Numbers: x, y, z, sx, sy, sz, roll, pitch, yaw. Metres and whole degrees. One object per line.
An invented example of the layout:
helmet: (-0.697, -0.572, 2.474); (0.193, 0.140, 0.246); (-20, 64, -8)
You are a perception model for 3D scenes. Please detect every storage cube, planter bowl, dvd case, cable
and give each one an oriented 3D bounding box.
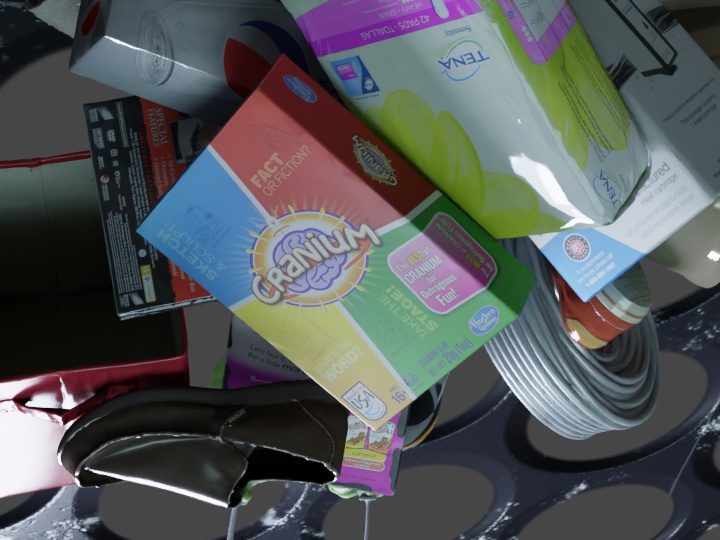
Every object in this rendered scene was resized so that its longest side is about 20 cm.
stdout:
storage cube: (-0.214, 0.042, 1.080); (0.169, 0.202, 0.180); (-7, 149, -10)
planter bowl: (0.212, -0.104, 1.054); (0.133, 0.201, 0.201); (19, 138, 0)
dvd case: (-0.073, -0.056, 0.999); (0.197, 0.148, 0.022); (-12, 169, -4)
cable: (0.157, 0.033, 1.182); (0.069, 0.202, 0.199); (-28, 140, 32)

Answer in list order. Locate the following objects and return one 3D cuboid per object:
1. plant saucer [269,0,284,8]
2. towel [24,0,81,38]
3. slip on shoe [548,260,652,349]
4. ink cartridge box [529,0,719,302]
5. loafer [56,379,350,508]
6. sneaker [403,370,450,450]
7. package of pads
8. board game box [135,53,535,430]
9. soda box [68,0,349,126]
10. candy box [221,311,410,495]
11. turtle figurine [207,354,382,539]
plant saucer: (0.001, -0.228, 0.900); (0.198, 0.030, 0.202); (-16, 136, -16)
towel: (-0.096, -0.189, 0.952); (0.199, 0.035, 0.132); (-33, 138, 24)
slip on shoe: (0.164, -0.017, 1.113); (0.074, 0.201, 0.061); (31, 119, -21)
ink cartridge box: (0.131, -0.105, 0.937); (0.084, 0.200, 0.146); (-38, 175, -36)
loafer: (-0.099, 0.118, 0.997); (0.197, 0.072, 0.073); (-7, 148, -10)
sneaker: (0.047, 0.050, 1.185); (0.078, 0.201, 0.077); (25, 143, -2)
package of pads: (0.061, -0.111, 0.861); (0.154, 0.068, 0.201); (-5, 126, 49)
board game box: (-0.018, -0.011, 0.914); (0.199, 0.040, 0.153); (40, 132, -8)
soda box: (-0.071, -0.126, 0.926); (0.198, 0.064, 0.068); (18, 160, -27)
candy box: (-0.024, 0.047, 1.069); (0.135, 0.061, 0.202); (10, 110, 1)
turtle figurine: (-0.053, 0.168, 1.313); (0.200, 0.143, 0.195); (-48, 129, -25)
